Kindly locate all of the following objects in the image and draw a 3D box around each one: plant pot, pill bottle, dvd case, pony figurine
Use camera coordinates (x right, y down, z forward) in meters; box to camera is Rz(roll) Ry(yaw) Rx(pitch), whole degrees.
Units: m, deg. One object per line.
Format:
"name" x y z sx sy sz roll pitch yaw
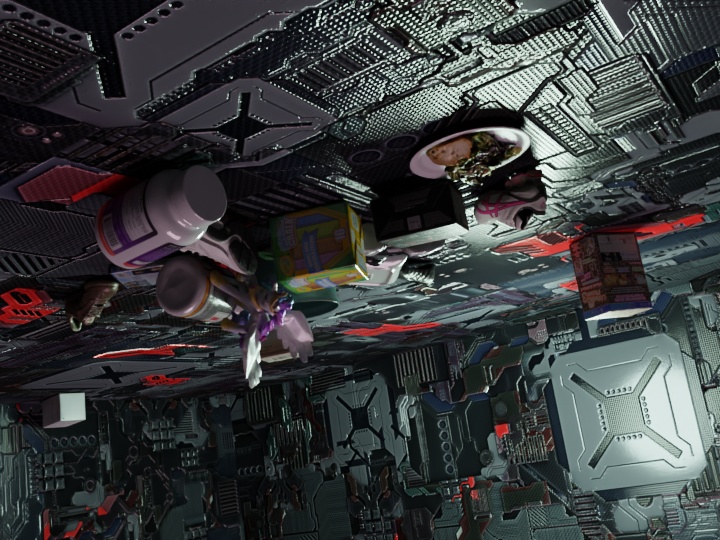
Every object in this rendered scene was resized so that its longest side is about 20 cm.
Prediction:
"plant pot" -0.148 0.022 1.602 0.194 0.138 0.201 -9 168 -2
"pill bottle" -0.292 -0.082 1.127 0.197 0.115 0.110 -18 164 35
"dvd case" -0.409 0.002 1.593 0.194 0.018 0.143 -9 167 -5
"pony figurine" -0.189 0.093 1.431 0.197 0.198 0.165 16 -147 43
"pill bottle" -0.311 0.043 1.542 0.113 0.120 0.199 -14 165 19

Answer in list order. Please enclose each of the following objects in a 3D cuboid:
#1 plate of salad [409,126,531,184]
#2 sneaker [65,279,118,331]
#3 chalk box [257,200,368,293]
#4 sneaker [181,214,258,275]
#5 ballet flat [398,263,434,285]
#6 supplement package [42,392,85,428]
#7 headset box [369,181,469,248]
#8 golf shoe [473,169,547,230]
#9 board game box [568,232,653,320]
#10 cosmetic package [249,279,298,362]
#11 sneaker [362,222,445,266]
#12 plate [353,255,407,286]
"plate of salad" 0.175 -0.175 1.213 0.194 0.049 0.200 -10 166 -2
"sneaker" -0.574 0.075 1.650 0.069 0.078 0.198 3 162 -41
"chalk box" -0.096 -0.035 1.426 0.194 0.127 0.124 -12 166 11
"sneaker" -0.266 -0.053 1.349 0.112 0.078 0.201 -4 152 24
"ballet flat" 0.114 -0.005 1.899 0.065 0.059 0.197 9 176 42
"supplement package" -1.236 0.583 3.188 0.108 0.117 0.198 5 161 -42
"headset box" 0.114 -0.095 1.395 0.145 0.077 0.199 -12 174 16
"golf shoe" 0.276 -0.114 1.438 0.071 0.095 0.199 -5 167 -24
"board game box" 0.647 0.014 1.983 0.156 0.206 0.096 -1 165 -28
"cosmetic package" -0.187 0.097 1.739 0.100 0.206 0.087 -12 166 9
"sneaker" 0.072 -0.057 1.574 0.194 0.078 0.114 -2 167 -7
"plate" 0.000 0.000 1.765 0.194 0.033 0.200 4 165 -5
